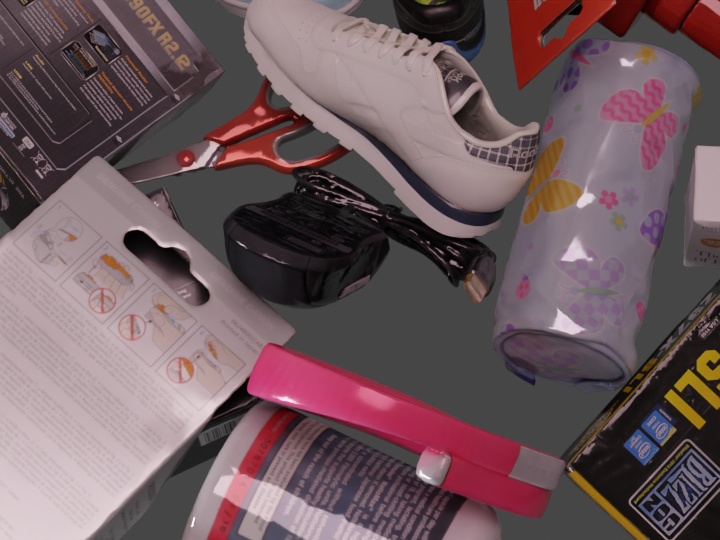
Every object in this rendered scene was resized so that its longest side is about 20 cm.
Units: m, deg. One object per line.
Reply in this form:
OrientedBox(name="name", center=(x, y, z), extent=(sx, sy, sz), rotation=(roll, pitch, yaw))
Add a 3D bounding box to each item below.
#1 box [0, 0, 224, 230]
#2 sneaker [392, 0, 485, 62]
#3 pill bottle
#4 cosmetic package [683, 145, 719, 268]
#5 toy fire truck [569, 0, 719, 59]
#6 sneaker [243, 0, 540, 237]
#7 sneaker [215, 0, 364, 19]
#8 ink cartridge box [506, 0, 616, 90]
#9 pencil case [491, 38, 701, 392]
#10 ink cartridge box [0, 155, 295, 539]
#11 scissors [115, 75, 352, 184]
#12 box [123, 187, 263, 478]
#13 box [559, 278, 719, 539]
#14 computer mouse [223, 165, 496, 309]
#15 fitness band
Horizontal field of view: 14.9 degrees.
OrientedBox(name="box", center=(-0.199, -0.145, 1.596), extent=(0.200, 0.048, 0.158), rotation=(51, 54, -1))
OrientedBox(name="sneaker", center=(0.037, -0.221, 1.655), extent=(0.070, 0.083, 0.201), rotation=(-11, 69, -1))
OrientedBox(name="pill bottle", center=(0.011, 0.163, 1.497), extent=(0.199, 0.120, 0.120), rotation=(24, 73, 11))
OrientedBox(name="cosmetic package", center=(0.287, -0.030, 1.577), extent=(0.198, 0.083, 0.051), rotation=(3, 70, 4))
OrientedBox(name="toy fire truck", center=(0.228, -0.188, 1.594), extent=(0.200, 0.129, 0.176), rotation=(37, 47, 5))
OrientedBox(name="sneaker", center=(0.020, -0.109, 1.603), extent=(0.200, 0.081, 0.076), rotation=(38, 41, 13))
OrientedBox(name="sneaker", center=(-0.085, -0.224, 1.636), extent=(0.199, 0.131, 0.080), rotation=(30, 73, 11))
OrientedBox(name="ink cartridge box", center=(0.082, -0.216, 1.562), extent=(0.050, 0.109, 0.201), rotation=(5, 64, -28))
OrientedBox(name="pencil case", center=(0.139, -0.032, 1.582), extent=(0.090, 0.083, 0.201), rotation=(25, 68, -28))
OrientedBox(name="ink cartridge box", center=(-0.158, 0.058, 1.507), extent=(0.160, 0.047, 0.200), rotation=(40, 70, 15))
OrientedBox(name="scissors", center=(-0.090, -0.064, 1.639), extent=(0.199, 0.014, 0.073), rotation=(-29, 73, -10))
OrientedBox(name="box", center=(-0.170, 0.063, 1.563), extent=(0.199, 0.079, 0.142), rotation=(-24, 74, -6))
OrientedBox(name="box", center=(0.231, 0.087, 1.513), extent=(0.160, 0.049, 0.200), rotation=(43, 88, -1))
OrientedBox(name="computer mouse", center=(0.000, 0.000, 1.541), extent=(0.140, 0.200, 0.046), rotation=(23, 106, 8))
OrientedBox(name="fitness band", center=(0.025, 0.087, 1.487), extent=(0.143, 0.200, 0.038), rotation=(22, 88, 39))
